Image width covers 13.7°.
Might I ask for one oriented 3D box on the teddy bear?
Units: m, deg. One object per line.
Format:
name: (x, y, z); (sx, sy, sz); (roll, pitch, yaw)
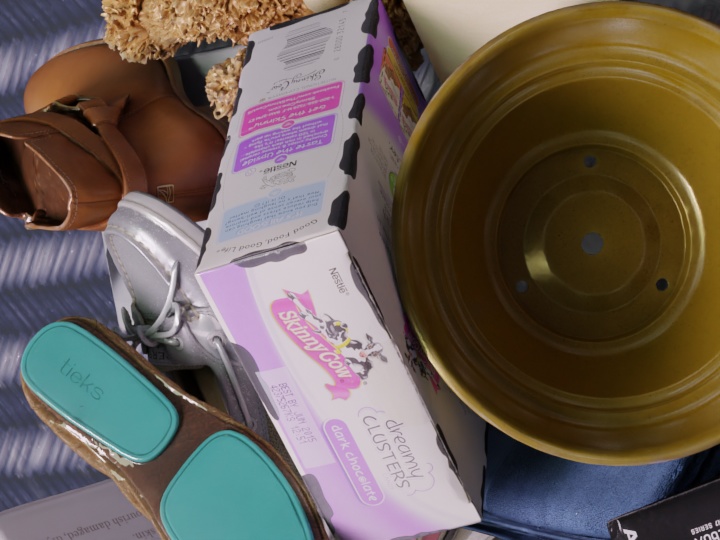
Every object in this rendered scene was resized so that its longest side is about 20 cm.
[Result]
teddy bear: (-0.049, -0.147, 1.481); (0.200, 0.145, 0.067); (31, 167, 44)

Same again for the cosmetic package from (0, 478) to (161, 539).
cosmetic package: (-0.119, 0.237, 1.629); (0.200, 0.166, 0.168); (56, 136, 21)

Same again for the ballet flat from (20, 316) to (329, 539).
ballet flat: (-0.077, 0.096, 1.375); (0.200, 0.072, 0.068); (36, 85, 27)

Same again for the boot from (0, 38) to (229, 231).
boot: (-0.147, -0.068, 1.512); (0.200, 0.154, 0.074); (15, 111, 44)

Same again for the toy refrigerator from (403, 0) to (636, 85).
toy refrigerator: (0.106, -0.155, 1.336); (0.200, 0.070, 0.076); (-26, 89, 49)

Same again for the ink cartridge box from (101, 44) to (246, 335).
ink cartridge box: (-0.064, -0.019, 1.585); (0.199, 0.040, 0.201); (-8, 96, 49)

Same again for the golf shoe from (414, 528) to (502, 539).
golf shoe: (0.052, 0.210, 1.467); (0.092, 0.072, 0.201); (14, 92, 44)

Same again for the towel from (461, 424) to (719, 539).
towel: (0.090, 0.079, 1.403); (0.200, 0.112, 0.049); (10, 148, 46)

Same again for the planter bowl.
planter bowl: (0.109, -0.014, 1.327); (0.083, 0.200, 0.201); (145, 108, -84)

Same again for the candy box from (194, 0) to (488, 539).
candy box: (0.000, 0.000, 1.360); (0.071, 0.200, 0.168); (-16, 121, 16)

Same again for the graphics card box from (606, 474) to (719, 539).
graphics card box: (0.212, 0.086, 1.245); (0.200, 0.125, 0.051); (-26, 82, 48)

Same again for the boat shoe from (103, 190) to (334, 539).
boat shoe: (-0.070, 0.056, 1.427); (0.074, 0.065, 0.203); (12, 133, 56)
